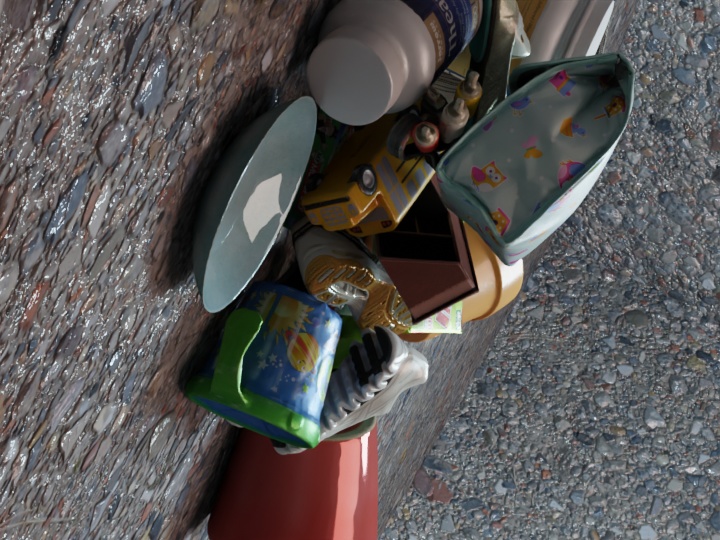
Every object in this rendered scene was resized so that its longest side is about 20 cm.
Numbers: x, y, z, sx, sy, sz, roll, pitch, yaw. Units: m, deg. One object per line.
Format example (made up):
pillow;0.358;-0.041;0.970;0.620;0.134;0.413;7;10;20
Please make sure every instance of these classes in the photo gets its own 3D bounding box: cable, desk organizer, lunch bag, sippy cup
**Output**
cable;0.073;-0.113;1.592;0.097;0.050;0.200;-45;162;-9
desk organizer;0.058;-0.035;1.699;0.071;0.077;0.200;-27;-158;10
lunch bag;0.168;-0.115;1.595;0.200;0.122;0.170;-46;172;0
sippy cup;-0.083;0.086;1.679;0.131;0.139;0.178;-68;-167;-11

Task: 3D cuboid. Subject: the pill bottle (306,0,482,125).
pill bottle;0.028;-0.209;1.571;0.200;0.110;0.112;-51;163;-52

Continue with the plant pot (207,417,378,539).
plant pot;-0.065;0.233;1.986;0.200;0.199;0.179;-44;149;-62

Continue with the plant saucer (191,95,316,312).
plant saucer;-0.099;-0.063;1.487;0.202;0.038;0.201;-61;170;-19

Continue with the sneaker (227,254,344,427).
sneaker;-0.095;0.063;1.785;0.082;0.077;0.201;30;93;-48

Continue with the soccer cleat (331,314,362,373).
soccer cleat;-0.049;0.113;1.853;0.199;0.081;0.068;-33;-143;38

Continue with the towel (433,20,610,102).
towel;0.156;-0.231;1.851;0.035;0.198;0.194;77;27;-62

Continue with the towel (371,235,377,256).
towel;0.038;-0.032;1.977;0.148;0.036;0.202;133;-42;-78

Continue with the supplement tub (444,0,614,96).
supplement tub;0.141;-0.254;1.761;0.146;0.198;0.145;-62;171;-17

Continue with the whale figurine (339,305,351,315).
whale figurine;-0.025;0.050;1.935;0.160;0.103;0.200;-61;168;-21

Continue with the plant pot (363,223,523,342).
plant pot;0.082;-0.004;2.160;0.140;0.200;0.201;-37;157;-31

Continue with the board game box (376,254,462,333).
board game box;0.065;-0.034;1.875;0.101;0.047;0.202;3;88;-53

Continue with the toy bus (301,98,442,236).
toy bus;0.020;-0.099;1.671;0.079;0.065;0.200;62;40;-24

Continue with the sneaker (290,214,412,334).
sneaker;0.000;0.000;1.742;0.075;0.088;0.200;-34;146;12

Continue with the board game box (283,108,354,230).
board game box;-0.013;-0.131;1.781;0.200;0.029;0.136;-47;160;-59

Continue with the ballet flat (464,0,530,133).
ballet flat;0.132;-0.198;1.682;0.068;0.062;0.202;-112;-154;-58

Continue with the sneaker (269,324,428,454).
sneaker;-0.013;0.134;1.787;0.199;0.076;0.081;-35;142;31
